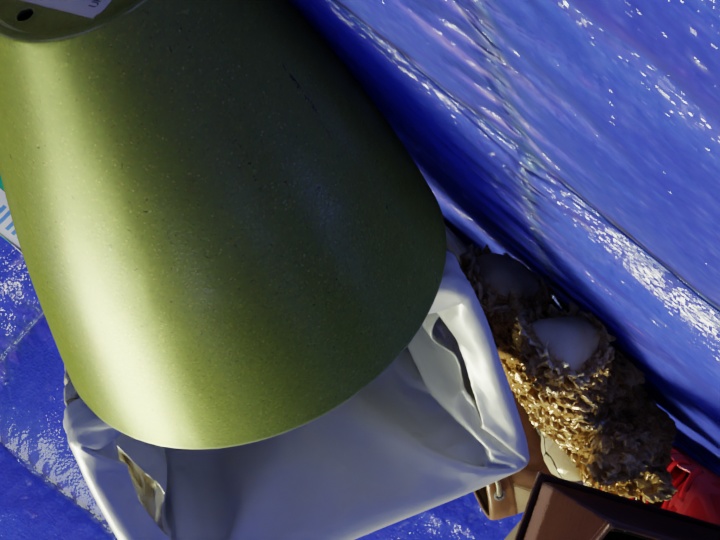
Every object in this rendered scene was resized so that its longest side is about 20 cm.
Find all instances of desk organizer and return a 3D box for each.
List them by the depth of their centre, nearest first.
[{"bbox_3d":[0.177,0.168,1.030,0.200,0.072,0.077,18,-177,-23],"label":"desk organizer"}]

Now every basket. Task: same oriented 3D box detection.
[{"bbox_3d":[-0.037,0.051,1.003,0.124,0.199,0.136,-111,-1,-51],"label":"basket"}]

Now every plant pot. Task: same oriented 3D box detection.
[{"bbox_3d":[-0.078,-0.059,0.872,0.187,0.187,0.200,38,161,42],"label":"plant pot"}]

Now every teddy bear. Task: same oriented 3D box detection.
[{"bbox_3d":[0.104,0.061,1.070,0.145,0.067,0.200,42,177,20],"label":"teddy bear"}]

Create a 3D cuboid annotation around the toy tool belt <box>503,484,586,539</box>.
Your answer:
[{"bbox_3d":[0.189,0.198,1.443,0.125,0.123,0.200,43,176,-37],"label":"toy tool belt"}]

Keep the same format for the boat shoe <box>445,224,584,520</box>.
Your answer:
[{"bbox_3d":[0.056,0.053,1.171,0.200,0.072,0.076,60,170,-3],"label":"boat shoe"}]

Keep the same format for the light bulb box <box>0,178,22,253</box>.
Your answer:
[{"bbox_3d":[-0.294,-0.149,1.768,0.198,0.200,0.125,37,176,44],"label":"light bulb box"}]

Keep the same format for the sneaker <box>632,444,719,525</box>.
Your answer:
[{"bbox_3d":[0.160,0.123,1.187,0.115,0.078,0.200,40,176,-8],"label":"sneaker"}]
